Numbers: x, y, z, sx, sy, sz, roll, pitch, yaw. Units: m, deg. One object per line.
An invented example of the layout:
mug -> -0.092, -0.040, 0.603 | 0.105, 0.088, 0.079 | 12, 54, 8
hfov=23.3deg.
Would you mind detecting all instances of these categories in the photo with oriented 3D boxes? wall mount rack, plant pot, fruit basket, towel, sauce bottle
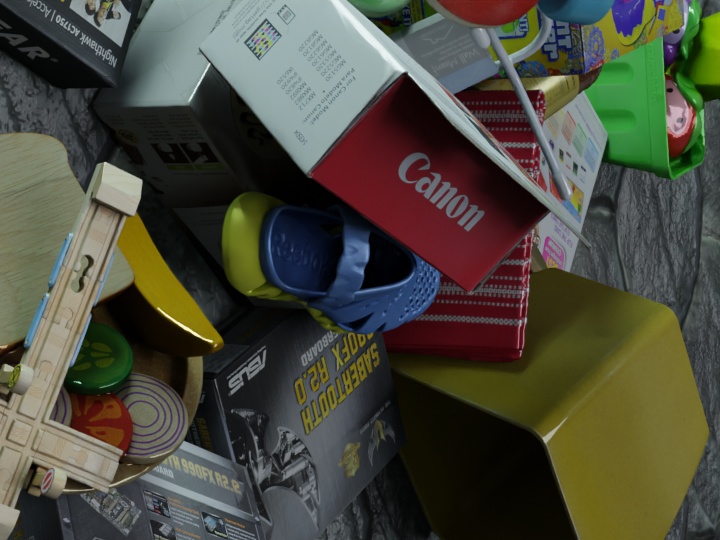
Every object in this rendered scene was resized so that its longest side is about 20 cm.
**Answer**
wall mount rack -> 0.056, -0.104, 1.220 | 0.174, 0.199, 0.075 | 55, 18, -41
plant pot -> 0.151, 0.112, 1.336 | 0.176, 0.200, 0.201 | -40, 126, -24
fruit basket -> 0.315, -0.193, 1.636 | 0.155, 0.214, 0.217 | -25, 112, -63
towel -> 0.064, -0.034, 1.291 | 0.022, 0.144, 0.201 | 25, 68, -61
sauce bottle -> 0.156, -0.165, 1.457 | 0.200, 0.066, 0.066 | -36, 123, -29

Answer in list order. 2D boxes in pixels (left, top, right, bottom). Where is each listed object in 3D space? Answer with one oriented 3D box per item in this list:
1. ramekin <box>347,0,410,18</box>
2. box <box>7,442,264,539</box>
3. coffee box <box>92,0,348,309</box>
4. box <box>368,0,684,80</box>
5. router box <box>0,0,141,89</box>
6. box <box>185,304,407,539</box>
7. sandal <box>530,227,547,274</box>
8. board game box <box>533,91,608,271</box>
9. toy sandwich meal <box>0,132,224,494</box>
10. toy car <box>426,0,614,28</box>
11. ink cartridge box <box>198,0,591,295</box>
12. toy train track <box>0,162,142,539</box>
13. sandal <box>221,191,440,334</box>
ramekin -> -0.033, -0.268, 1.174 | 0.200, 0.097, 0.201 | -3, 93, -58
box -> -0.124, 0.165, 0.995 | 0.200, 0.048, 0.159 | 32, 33, -51
coffee box -> -0.073, -0.078, 1.130 | 0.200, 0.079, 0.113 | 58, 46, -41
box -> 0.118, -0.223, 1.330 | 0.200, 0.192, 0.123 | -29, 114, -54
router box -> -0.191, -0.209, 0.963 | 0.200, 0.051, 0.150 | 36, 63, -53
box -> -0.047, 0.097, 1.207 | 0.200, 0.048, 0.159 | -40, 123, -50
sandal -> 0.121, 0.004, 1.429 | 0.078, 0.069, 0.212 | -106, 173, -52
board game box -> 0.153, -0.084, 1.531 | 0.153, 0.040, 0.201 | 52, 49, -45
toy sandwich meal -> -0.164, 0.019, 0.925 | 0.204, 0.070, 0.206 | 18, 51, -23
toy car -> 0.110, -0.252, 1.059 | 0.183, 0.200, 0.178 | 6, 81, -27
ink cartridge box -> 0.025, -0.072, 1.039 | 0.084, 0.176, 0.200 | -46, 142, 8
toy train track -> -0.151, 0.041, 0.869 | 0.114, 0.032, 0.201 | 26, 74, -27
sandal -> 0.000, 0.000, 1.099 | 0.200, 0.087, 0.080 | 10, 84, -58
